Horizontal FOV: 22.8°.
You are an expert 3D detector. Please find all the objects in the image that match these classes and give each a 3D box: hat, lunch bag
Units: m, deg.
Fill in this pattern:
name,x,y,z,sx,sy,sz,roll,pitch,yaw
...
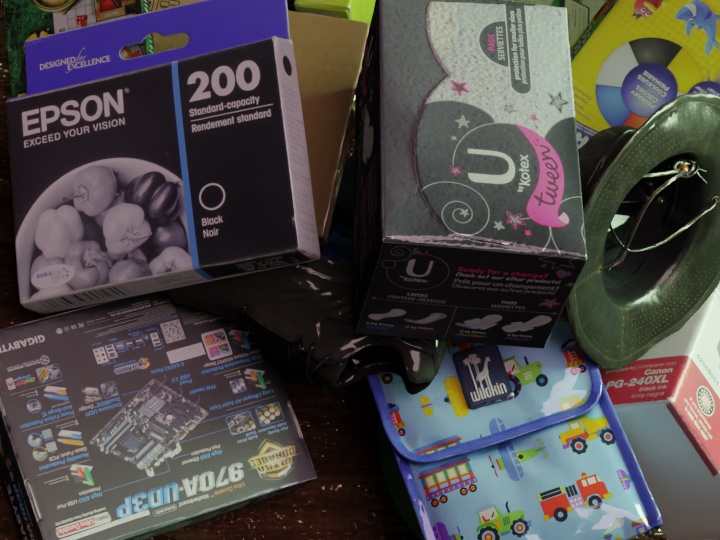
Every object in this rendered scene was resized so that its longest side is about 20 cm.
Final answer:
name,x,y,z,sx,sy,sz,roll,pitch,yaw
hat,0.176,-0.036,1.207,0.081,0.201,0.201,28,52,37
lunch bag,0.096,0.108,1.213,0.150,0.094,0.200,-20,77,-1

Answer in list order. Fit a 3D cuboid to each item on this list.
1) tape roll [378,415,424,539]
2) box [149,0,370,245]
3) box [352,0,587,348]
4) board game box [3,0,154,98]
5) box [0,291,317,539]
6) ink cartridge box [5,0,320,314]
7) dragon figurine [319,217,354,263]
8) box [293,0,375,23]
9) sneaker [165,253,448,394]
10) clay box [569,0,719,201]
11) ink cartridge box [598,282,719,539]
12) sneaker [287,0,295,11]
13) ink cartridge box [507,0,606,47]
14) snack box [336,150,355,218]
name,x,y,z,sx,sy,sz,roll,pitch,yaw
tape roll,0.113,0.125,1.308,0.200,0.048,0.201,8,69,-21
box,-0.104,-0.112,1.249,0.200,0.021,0.164,10,75,9
box,0.067,-0.067,1.140,0.132,0.115,0.200,5,58,-7
board game box,-0.192,-0.135,1.238,0.105,0.023,0.200,-13,73,14
box,-0.147,0.098,1.203,0.200,0.046,0.159,-15,78,-28
ink cartridge box,-0.136,-0.086,1.177,0.198,0.043,0.200,-11,74,14
dragon figurine,0.000,0.000,1.255,0.200,0.059,0.100,12,107,11
box,0.003,-0.246,1.345,0.048,0.122,0.200,9,65,12
sneaker,-0.036,0.031,1.181,0.200,0.076,0.091,7,67,9
clay box,0.196,-0.124,1.248,0.115,0.200,0.048,33,21,-7
ink cartridge box,0.258,0.078,1.324,0.145,0.083,0.200,52,47,-25
sneaker,-0.112,-0.230,1.314,0.200,0.082,0.073,9,67,-22
ink cartridge box,0.222,-0.194,1.376,0.146,0.200,0.084,-19,125,-35
snack box,0.099,-0.071,1.330,0.169,0.068,0.200,41,51,2
